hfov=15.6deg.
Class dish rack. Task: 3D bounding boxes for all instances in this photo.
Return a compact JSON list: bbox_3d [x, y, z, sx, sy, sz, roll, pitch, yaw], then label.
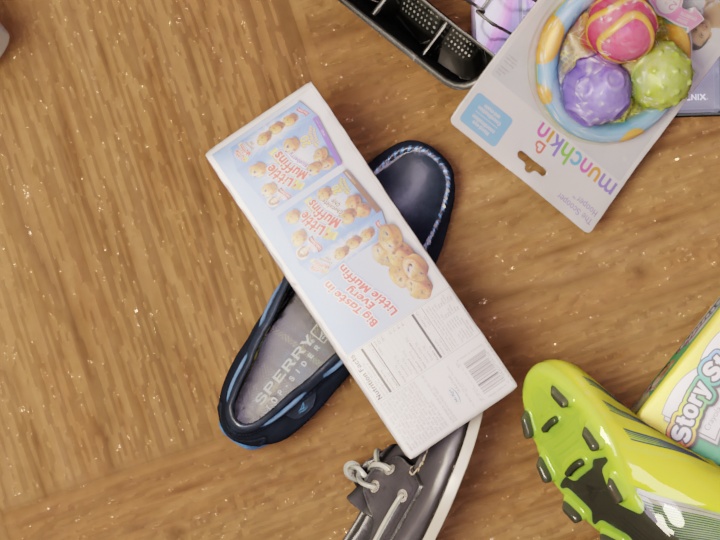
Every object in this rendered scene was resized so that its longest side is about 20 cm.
[{"bbox_3d":[0.067,-0.217,1.459,0.153,0.055,0.200,39,100,12],"label":"dish rack"}]

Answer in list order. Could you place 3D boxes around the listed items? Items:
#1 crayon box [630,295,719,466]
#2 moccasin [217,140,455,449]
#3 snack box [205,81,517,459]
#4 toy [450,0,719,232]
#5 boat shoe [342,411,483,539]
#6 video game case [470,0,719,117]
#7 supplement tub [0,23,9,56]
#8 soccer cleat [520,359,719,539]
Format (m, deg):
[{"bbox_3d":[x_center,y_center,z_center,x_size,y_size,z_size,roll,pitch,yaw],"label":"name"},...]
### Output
[{"bbox_3d":[0.268,0.069,1.463,0.172,0.058,0.200,38,93,4],"label":"crayon box"},{"bbox_3d":[-0.008,0.018,1.470,0.080,0.068,0.200,30,88,4],"label":"moccasin"},{"bbox_3d":[0.000,0.000,1.425,0.072,0.024,0.200,-34,89,0],"label":"snack box"},{"bbox_3d":[0.154,-0.127,1.436,0.115,0.047,0.200,37,86,-27],"label":"toy"},{"bbox_3d":[0.016,0.131,1.468,0.063,0.073,0.200,22,95,0],"label":"boat shoe"},{"bbox_3d":[0.133,-0.186,1.493,0.142,0.019,0.201,-1,90,3],"label":"video game case"},{"bbox_3d":[-0.304,-0.165,1.449,0.144,0.144,0.200,-41,88,2],"label":"supplement tub"},{"bbox_3d":[0.169,0.120,1.421,0.200,0.065,0.084,45,52,14],"label":"soccer cleat"}]
